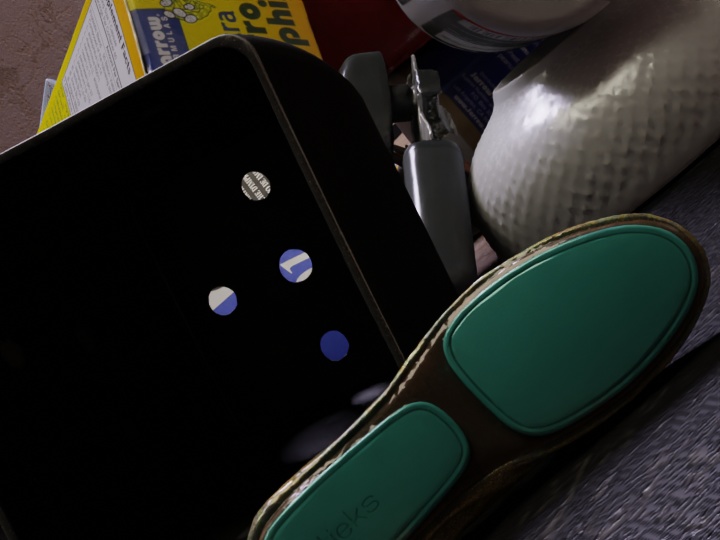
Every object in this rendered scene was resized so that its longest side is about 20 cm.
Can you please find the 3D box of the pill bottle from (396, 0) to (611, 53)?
[{"bbox_3d":[0.072,-0.172,1.297,0.114,0.114,0.200,-41,6,-4],"label":"pill bottle"}]

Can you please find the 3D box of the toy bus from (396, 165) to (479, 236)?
[{"bbox_3d":[0.027,-0.031,1.596,0.200,0.065,0.078,-40,5,11],"label":"toy bus"}]

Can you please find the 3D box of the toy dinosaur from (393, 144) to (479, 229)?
[{"bbox_3d":[0.000,0.000,1.405,0.200,0.086,0.136,-52,10,-17],"label":"toy dinosaur"}]

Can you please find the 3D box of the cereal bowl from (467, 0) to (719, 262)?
[{"bbox_3d":[0.130,-0.092,1.297,0.200,0.083,0.200,-40,5,4],"label":"cereal bowl"}]

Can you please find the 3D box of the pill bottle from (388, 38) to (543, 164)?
[{"bbox_3d":[0.120,-0.131,1.496,0.200,0.116,0.116,-41,6,-4],"label":"pill bottle"}]

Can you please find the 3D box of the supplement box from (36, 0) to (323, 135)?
[{"bbox_3d":[-0.107,-0.074,1.408,0.109,0.109,0.200,-1,-37,-26],"label":"supplement box"}]

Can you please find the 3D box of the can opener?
[{"bbox_3d":[0.027,-0.040,1.306,0.066,0.053,0.200,-7,41,-3],"label":"can opener"}]

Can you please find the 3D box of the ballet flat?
[{"bbox_3d":[0.041,0.053,0.905,0.200,0.071,0.071,-41,6,-3],"label":"ballet flat"}]

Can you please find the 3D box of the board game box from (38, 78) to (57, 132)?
[{"bbox_3d":[-0.130,-0.027,1.563,0.200,0.200,0.062,-9,-9,15],"label":"board game box"}]

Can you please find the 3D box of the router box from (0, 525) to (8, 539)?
[{"bbox_3d":[-0.159,0.115,1.254,0.062,0.150,0.200,-58,11,-17],"label":"router box"}]

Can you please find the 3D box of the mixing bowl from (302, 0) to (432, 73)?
[{"bbox_3d":[0.010,-0.183,1.484,0.200,0.108,0.200,-41,5,4],"label":"mixing bowl"}]

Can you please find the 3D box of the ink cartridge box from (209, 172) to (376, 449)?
[{"bbox_3d":[-0.053,0.007,1.254,0.094,0.200,0.044,-41,-32,5],"label":"ink cartridge box"}]

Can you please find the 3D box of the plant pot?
[{"bbox_3d":[-0.059,0.016,1.093,0.200,0.200,0.177,-25,2,21],"label":"plant pot"}]
